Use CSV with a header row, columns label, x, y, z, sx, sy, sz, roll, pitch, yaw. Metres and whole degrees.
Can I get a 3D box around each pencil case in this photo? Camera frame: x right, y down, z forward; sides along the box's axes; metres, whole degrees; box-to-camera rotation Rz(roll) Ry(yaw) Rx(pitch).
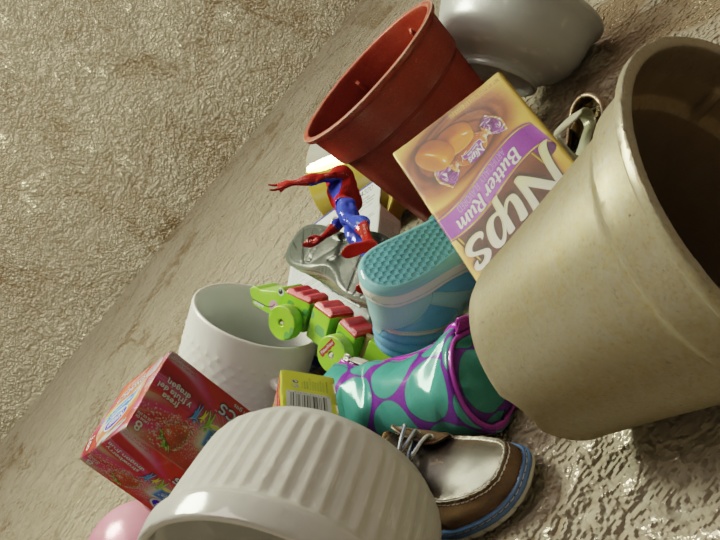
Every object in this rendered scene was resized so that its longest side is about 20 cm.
label,x,y,z,sx,sy,sz,roll,pitch,yaw
pencil case,0.040,0.101,0.698,0.085,0.093,0.199,-13,-7,-39

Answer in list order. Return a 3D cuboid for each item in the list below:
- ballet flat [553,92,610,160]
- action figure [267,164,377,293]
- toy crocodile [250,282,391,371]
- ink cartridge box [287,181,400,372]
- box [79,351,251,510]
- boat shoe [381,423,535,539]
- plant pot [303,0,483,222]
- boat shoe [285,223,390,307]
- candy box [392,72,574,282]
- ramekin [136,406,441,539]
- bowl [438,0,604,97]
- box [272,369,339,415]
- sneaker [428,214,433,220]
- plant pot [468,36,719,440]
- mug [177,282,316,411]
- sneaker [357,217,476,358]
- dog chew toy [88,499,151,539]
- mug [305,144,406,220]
label,x,y,z,sx,sy,sz,roll,pitch,yaw
ballet flat,0.189,-0.085,0.740,0.068,0.067,0.201,-28,29,46
action figure,-0.036,-0.048,0.849,0.098,0.066,0.201,-17,33,3
toy crocodile,-0.035,0.054,0.872,0.199,0.067,0.062,28,112,34
ink cartridge box,-0.027,0.012,1.019,0.196,0.043,0.201,-31,41,45
box,-0.147,0.185,0.795,0.099,0.200,0.096,-33,23,40
boat shoe,0.040,0.155,0.624,0.199,0.072,0.073,-29,28,47
plant pot,0.074,-0.155,0.931,0.201,0.195,0.201,-43,19,19
boat shoe,-0.001,0.001,0.896,0.201,0.065,0.075,16,73,47
candy box,0.123,-0.055,0.681,0.116,0.056,0.201,-37,56,10
ramekin,-0.039,0.184,0.563,0.200,0.200,0.105,-33,21,40
bowl,0.170,-0.261,0.965,0.201,0.200,0.091,15,85,69
box,-0.062,0.189,0.691,0.075,0.050,0.202,-104,27,-67
sneaker,0.114,-0.036,0.843,0.075,0.087,0.201,-84,14,-45
plant pot,0.166,0.005,0.481,0.184,0.200,0.201,-46,16,50
mug,-0.124,0.138,0.932,0.200,0.147,0.177,38,118,42
sneaker,0.089,0.014,0.779,0.199,0.131,0.080,-21,43,-18
dog chew toy,-0.249,0.345,0.867,0.201,0.124,0.124,-61,20,-7
mug,0.036,-0.120,1.097,0.149,0.188,0.153,-10,-3,-44
